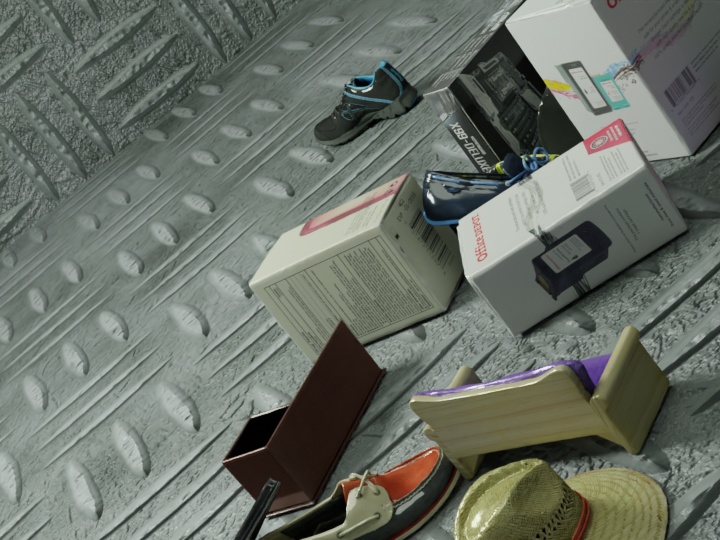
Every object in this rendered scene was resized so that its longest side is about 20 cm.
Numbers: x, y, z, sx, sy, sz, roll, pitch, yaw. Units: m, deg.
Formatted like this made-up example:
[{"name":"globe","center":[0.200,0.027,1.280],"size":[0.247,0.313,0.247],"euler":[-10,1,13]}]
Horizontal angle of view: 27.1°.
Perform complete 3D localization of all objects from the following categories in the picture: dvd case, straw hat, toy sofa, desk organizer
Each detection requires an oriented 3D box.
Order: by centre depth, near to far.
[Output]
[{"name":"straw hat","center":[0.118,0.190,1.097],"size":[0.201,0.085,0.201],"euler":[-34,19,14]},{"name":"toy sofa","center":[0.143,0.101,1.234],"size":[0.200,0.098,0.083],"euler":[-18,28,46]},{"name":"dvd case","center":[-0.132,0.293,1.305],"size":[0.200,0.016,0.149],"euler":[-59,-5,-45]},{"name":"desk organizer","center":[-0.055,0.147,1.513],"size":[0.072,0.077,0.200],"euler":[-22,25,38]}]

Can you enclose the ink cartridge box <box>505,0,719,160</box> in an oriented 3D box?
[{"name":"ink cartridge box","center":[0.287,-0.237,1.574],"size":[0.147,0.200,0.146],"euler":[-47,21,-24]}]

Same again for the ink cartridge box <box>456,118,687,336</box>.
[{"name":"ink cartridge box","center":[0.202,-0.044,1.469],"size":[0.200,0.084,0.145],"euler":[-33,20,13]}]

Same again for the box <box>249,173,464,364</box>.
[{"name":"box","center":[0.000,0.000,1.666],"size":[0.200,0.128,0.109],"euler":[-23,24,36]}]

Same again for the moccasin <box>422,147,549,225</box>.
[{"name":"moccasin","center":[0.160,-0.091,1.578],"size":[0.199,0.068,0.080],"euler":[-8,4,9]}]

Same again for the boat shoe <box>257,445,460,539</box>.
[{"name":"boat shoe","center":[-0.004,0.212,1.302],"size":[0.200,0.063,0.071],"euler":[-36,18,4]}]

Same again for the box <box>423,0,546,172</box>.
[{"name":"box","center":[0.183,-0.210,1.766],"size":[0.050,0.158,0.200],"euler":[-10,33,53]}]

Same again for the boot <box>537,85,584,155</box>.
[{"name":"boot","center":[0.270,-0.221,1.726],"size":[0.069,0.201,0.174],"euler":[6,10,29]}]

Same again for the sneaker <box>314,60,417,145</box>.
[{"name":"sneaker","center":[-0.004,-0.261,2.323],"size":[0.200,0.082,0.073],"euler":[-25,25,36]}]

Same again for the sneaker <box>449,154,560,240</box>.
[{"name":"sneaker","center":[0.156,-0.087,1.671],"size":[0.200,0.076,0.076],"euler":[-19,14,29]}]
